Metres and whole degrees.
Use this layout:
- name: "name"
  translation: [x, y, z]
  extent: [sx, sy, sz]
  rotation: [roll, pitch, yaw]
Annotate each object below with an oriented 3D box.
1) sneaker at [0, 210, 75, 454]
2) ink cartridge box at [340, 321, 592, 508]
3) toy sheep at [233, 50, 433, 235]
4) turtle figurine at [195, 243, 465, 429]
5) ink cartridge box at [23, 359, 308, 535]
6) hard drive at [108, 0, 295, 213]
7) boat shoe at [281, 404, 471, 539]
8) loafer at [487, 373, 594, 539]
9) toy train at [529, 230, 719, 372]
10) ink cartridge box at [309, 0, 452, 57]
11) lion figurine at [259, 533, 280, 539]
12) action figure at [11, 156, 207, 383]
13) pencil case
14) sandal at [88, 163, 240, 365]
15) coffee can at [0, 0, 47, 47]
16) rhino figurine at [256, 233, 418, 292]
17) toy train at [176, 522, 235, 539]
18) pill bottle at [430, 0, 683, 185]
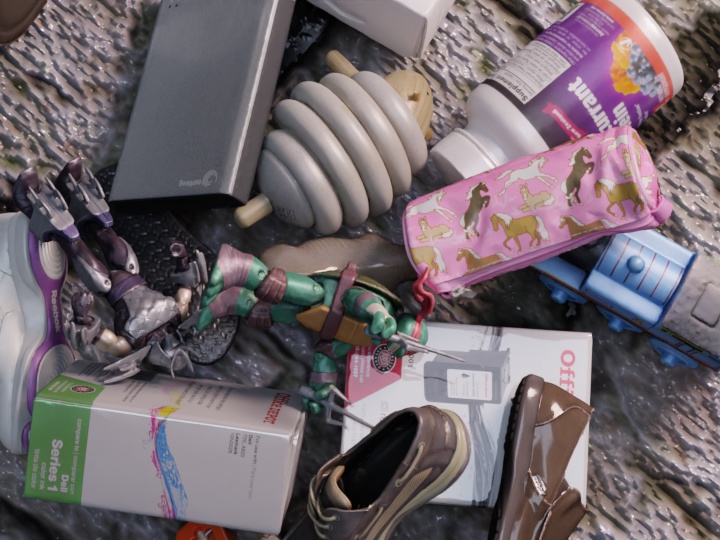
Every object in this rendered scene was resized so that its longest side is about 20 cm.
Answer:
- name: "sneaker"
  translation: [-0.290, 0.051, 1.287]
  extent: [0.099, 0.075, 0.202]
  rotation: [-4, 83, 23]
- name: "ink cartridge box"
  translation: [0.086, 0.117, 1.258]
  extent: [0.198, 0.083, 0.146]
  rotation: [3, 81, 1]
- name: "toy sheep"
  translation: [-0.022, -0.097, 1.271]
  extent: [0.200, 0.138, 0.138]
  rotation: [-38, 83, -10]
- name: "turtle figurine"
  translation: [-0.022, 0.044, 1.182]
  extent: [0.199, 0.150, 0.101]
  rotation: [19, 49, -2]
- name: "ink cartridge box"
  translation: [-0.146, 0.135, 1.219]
  extent: [0.198, 0.145, 0.085]
  rotation: [8, 98, 1]
- name: "hard drive"
  translation: [-0.128, -0.146, 1.275]
  extent: [0.139, 0.033, 0.201]
  rotation: [-1, 69, 39]
- name: "boat shoe"
  translation: [-0.008, 0.169, 1.160]
  extent: [0.200, 0.073, 0.075]
  rotation: [-47, 46, 8]
- name: "loafer"
  translation: [0.137, 0.181, 1.170]
  extent: [0.070, 0.073, 0.202]
  rotation: [10, 84, 2]
- name: "toy train"
  translation: [0.230, 0.009, 1.259]
  extent: [0.199, 0.114, 0.087]
  rotation: [30, 82, 4]
- name: "ink cartridge box"
  translation: [0.038, -0.304, 1.302]
  extent: [0.144, 0.084, 0.201]
  rotation: [30, 75, 4]
- name: "lion figurine"
  translation: [0.010, 0.253, 1.242]
  extent: [0.198, 0.123, 0.073]
  rotation: [2, 106, -16]
- name: "action figure"
  translation: [-0.194, 0.004, 1.226]
  extent: [0.130, 0.069, 0.200]
  rotation: [-29, 74, -41]
- name: "pencil case"
  translation: [0.133, -0.044, 1.186]
  extent: [0.199, 0.083, 0.087]
  rotation: [-21, 98, 17]
- name: "sandal"
  translation: [-0.162, -0.005, 1.304]
  extent: [0.075, 0.045, 0.200]
  rotation: [-32, 68, -10]
- name: "coffee can"
  translation: [-0.359, -0.293, 1.289]
  extent: [0.199, 0.146, 0.147]
  rotation: [25, 82, 4]
- name: "rhino figurine"
  translation: [0.000, 0.000, 1.273]
  extent: [0.198, 0.087, 0.060]
  rotation: [-7, 85, -10]
- name: "toy train"
  translation: [-0.151, 0.287, 1.245]
  extent: [0.200, 0.056, 0.150]
  rotation: [-42, 44, 2]
- name: "pill bottle"
  translation: [0.158, -0.130, 1.281]
  extent: [0.200, 0.111, 0.112]
  rotation: [-40, 83, -5]
